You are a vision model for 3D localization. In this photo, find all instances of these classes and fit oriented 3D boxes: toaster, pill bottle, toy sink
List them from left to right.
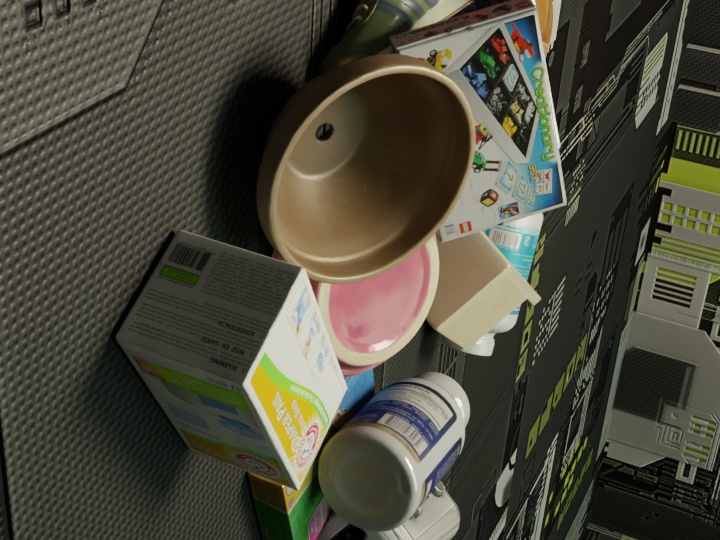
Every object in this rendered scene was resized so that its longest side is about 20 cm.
[{"bbox_3d":[0.007,0.303,1.338,0.200,0.114,0.129,-42,169,26],"label":"toaster"},{"bbox_3d":[0.045,0.180,1.266,0.200,0.111,0.112,-35,137,-60],"label":"pill bottle"},{"bbox_3d":[0.104,0.005,1.340,0.112,0.131,0.200,-41,160,6],"label":"toy sink"},{"bbox_3d":[0.161,0.005,1.566,0.111,0.110,0.201,-2,108,-69],"label":"pill bottle"}]

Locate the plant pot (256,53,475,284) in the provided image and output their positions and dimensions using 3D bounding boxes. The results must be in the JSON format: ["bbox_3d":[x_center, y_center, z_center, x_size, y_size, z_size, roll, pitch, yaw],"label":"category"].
[{"bbox_3d":[-0.010,-0.096,1.005,0.200,0.093,0.202,-21,132,-25],"label":"plant pot"}]

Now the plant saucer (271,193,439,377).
[{"bbox_3d":[0.004,0.009,1.123,0.200,0.051,0.202,-18,118,-38],"label":"plant saucer"}]

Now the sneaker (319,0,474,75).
[{"bbox_3d":[0.023,-0.244,1.086,0.200,0.067,0.090,-38,102,-27],"label":"sneaker"}]

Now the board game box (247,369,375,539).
[{"bbox_3d":[-0.044,0.184,1.256,0.154,0.040,0.200,84,29,-46],"label":"board game box"}]

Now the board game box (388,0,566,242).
[{"bbox_3d":[0.108,-0.130,1.076,0.035,0.126,0.201,-110,-176,-57],"label":"board game box"}]

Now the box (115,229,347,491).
[{"bbox_3d":[-0.092,0.075,0.942,0.200,0.112,0.102,75,37,-57],"label":"box"}]

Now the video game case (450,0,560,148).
[{"bbox_3d":[0.132,-0.225,1.177,0.182,0.023,0.201,-139,-146,-68],"label":"video game case"}]

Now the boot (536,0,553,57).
[{"bbox_3d":[0.178,-0.302,1.329,0.200,0.076,0.156,23,76,-65],"label":"boot"}]
